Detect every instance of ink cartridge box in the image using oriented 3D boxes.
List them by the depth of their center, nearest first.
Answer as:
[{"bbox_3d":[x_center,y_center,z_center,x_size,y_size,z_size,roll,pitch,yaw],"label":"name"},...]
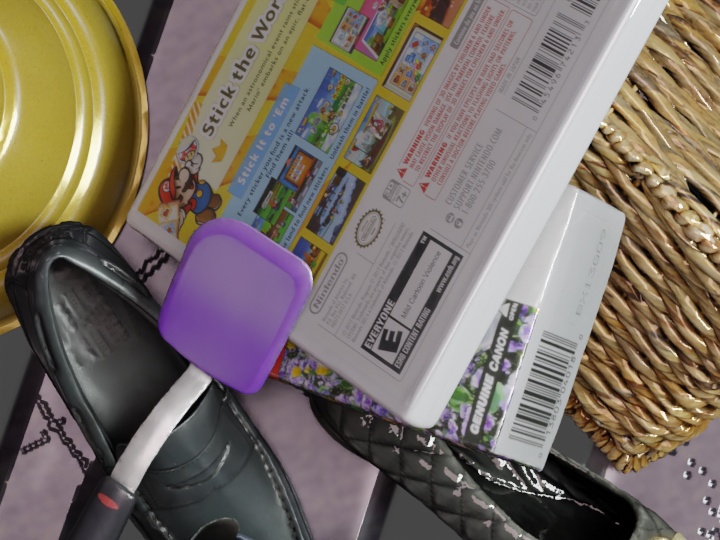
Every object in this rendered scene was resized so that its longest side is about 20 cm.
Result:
[{"bbox_3d":[0.000,0.000,0.970,0.199,0.050,0.110,17,87,33],"label":"ink cartridge box"}]

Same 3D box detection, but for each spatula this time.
[{"bbox_3d":[-0.086,0.072,0.940,0.056,0.021,0.201,33,98,18],"label":"spatula"}]

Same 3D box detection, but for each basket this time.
[{"bbox_3d":[0.124,-0.043,1.019,0.200,0.149,0.143,47,54,2],"label":"basket"}]

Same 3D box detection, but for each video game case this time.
[{"bbox_3d":[0.011,-0.066,0.934,0.182,0.023,0.201,33,98,38],"label":"video game case"}]

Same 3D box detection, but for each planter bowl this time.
[{"bbox_3d":[-0.193,-0.068,1.004,0.199,0.083,0.202,0,87,-1],"label":"planter bowl"}]

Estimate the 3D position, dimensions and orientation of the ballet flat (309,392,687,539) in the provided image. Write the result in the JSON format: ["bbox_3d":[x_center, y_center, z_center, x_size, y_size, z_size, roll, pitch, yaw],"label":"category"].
[{"bbox_3d":[0.065,0.087,1.003,0.199,0.067,0.057,33,128,3],"label":"ballet flat"}]

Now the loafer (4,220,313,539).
[{"bbox_3d":[-0.082,0.069,0.991,0.068,0.070,0.201,-35,102,-5],"label":"loafer"}]

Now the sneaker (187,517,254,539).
[{"bbox_3d":[-0.079,0.143,0.967,0.199,0.075,0.085,-7,128,16],"label":"sneaker"}]
